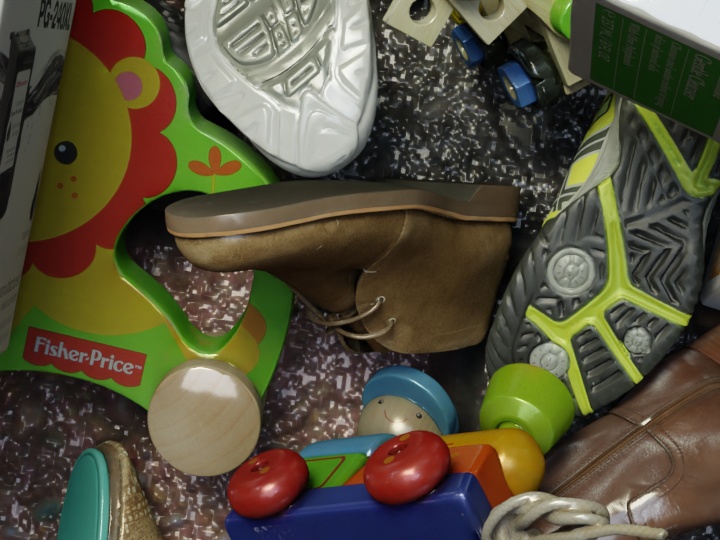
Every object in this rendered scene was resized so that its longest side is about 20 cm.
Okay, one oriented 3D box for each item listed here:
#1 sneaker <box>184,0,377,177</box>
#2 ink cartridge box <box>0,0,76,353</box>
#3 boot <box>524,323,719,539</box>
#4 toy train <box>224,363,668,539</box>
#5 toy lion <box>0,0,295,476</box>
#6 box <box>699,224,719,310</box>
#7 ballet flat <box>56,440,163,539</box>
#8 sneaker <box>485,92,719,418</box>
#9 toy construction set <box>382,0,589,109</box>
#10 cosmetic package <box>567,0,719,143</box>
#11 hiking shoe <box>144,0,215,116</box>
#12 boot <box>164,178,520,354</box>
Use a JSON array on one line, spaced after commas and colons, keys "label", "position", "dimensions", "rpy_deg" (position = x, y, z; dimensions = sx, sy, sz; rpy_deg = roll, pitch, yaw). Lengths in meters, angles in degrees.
[{"label": "sneaker", "position": [-0.036, -0.116, 0.755], "dimensions": [0.078, 0.099, 0.200], "rpy_deg": [-25, 63, 5]}, {"label": "ink cartridge box", "position": [-0.159, -0.064, 0.639], "dimensions": [0.083, 0.145, 0.201], "rpy_deg": [12, 97, -1]}, {"label": "boot", "position": [0.106, 0.116, 0.706], "dimensions": [0.200, 0.186, 0.064], "rpy_deg": [-33, 112, -5]}, {"label": "toy train", "position": [0.053, 0.079, 0.695], "dimensions": [0.200, 0.116, 0.085], "rpy_deg": [-12, 115, 38]}, {"label": "toy lion", "position": [-0.119, -0.031, 0.742], "dimensions": [0.199, 0.069, 0.192], "rpy_deg": [15, 104, -2]}, {"label": "box", "position": [0.209, -0.034, 0.697], "dimensions": [0.101, 0.200, 0.113], "rpy_deg": [17, 85, 3]}, {"label": "ballet flat", "position": [-0.104, 0.175, 0.764], "dimensions": [0.065, 0.070, 0.201], "rpy_deg": [11, 87, -24]}, {"label": "sneaker", "position": [0.120, -0.025, 0.767], "dimensions": [0.075, 0.076, 0.200], "rpy_deg": [30, 100, 2]}, {"label": "toy construction set", "position": [0.048, -0.137, 0.730], "dimensions": [0.092, 0.200, 0.131], "rpy_deg": [-22, 117, 8]}, {"label": "cosmetic package", "position": [0.171, -0.067, 0.549], "dimensions": [0.200, 0.108, 0.085], "rpy_deg": [28, 85, 11]}, {"label": "hiking shoe", "position": [-0.157, -0.093, 0.790], "dimensions": [0.200, 0.076, 0.101], "rpy_deg": [21, 103, 6]}, {"label": "boot", "position": [0.000, 0.000, 0.714], "dimensions": [0.073, 0.200, 0.076], "rpy_deg": [8, 96, 37]}]
